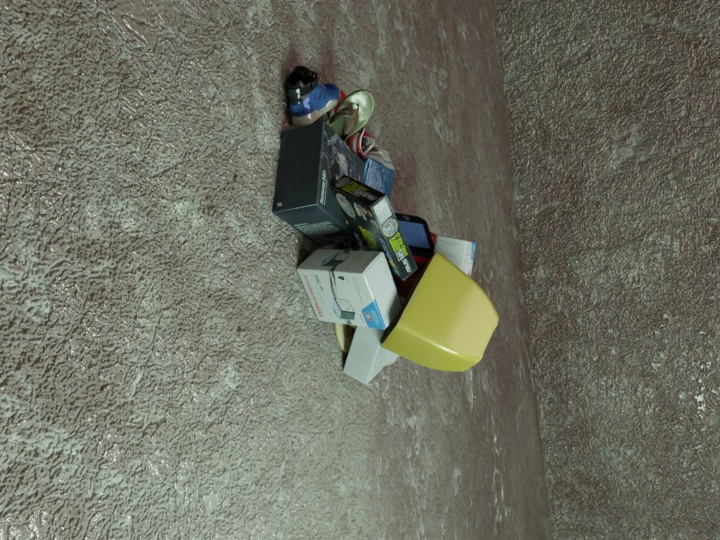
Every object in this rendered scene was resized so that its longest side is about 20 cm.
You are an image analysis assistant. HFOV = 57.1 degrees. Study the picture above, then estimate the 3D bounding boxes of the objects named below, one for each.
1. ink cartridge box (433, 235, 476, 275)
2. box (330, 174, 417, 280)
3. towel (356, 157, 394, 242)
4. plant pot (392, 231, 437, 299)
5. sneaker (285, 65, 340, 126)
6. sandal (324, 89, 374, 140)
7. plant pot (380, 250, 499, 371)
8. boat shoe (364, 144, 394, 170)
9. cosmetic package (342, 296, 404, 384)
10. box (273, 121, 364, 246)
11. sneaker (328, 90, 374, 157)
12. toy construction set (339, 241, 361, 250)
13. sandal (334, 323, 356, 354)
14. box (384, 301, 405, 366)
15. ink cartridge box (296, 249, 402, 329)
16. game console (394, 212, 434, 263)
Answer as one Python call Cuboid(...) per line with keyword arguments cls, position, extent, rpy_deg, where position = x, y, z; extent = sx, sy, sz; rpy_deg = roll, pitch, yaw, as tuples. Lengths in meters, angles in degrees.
Cuboid(cls="ink cartridge box", position=(0.230, 0.020, 1.695), extent=(0.144, 0.083, 0.204), rpy_deg=(-1, 102, -70))
Cuboid(cls="box", position=(0.029, -0.090, 1.386), extent=(0.044, 0.160, 0.202), rpy_deg=(-38, 128, -15))
Cuboid(cls="towel", position=(0.024, -0.162, 1.588), extent=(0.111, 0.048, 0.204), rpy_deg=(22, 75, -39))
Cuboid(cls="plant pot", position=(0.137, 0.022, 1.810), extent=(0.196, 0.198, 0.204), rpy_deg=(-49, 127, -46))
Cuboid(cls="sneaker", position=(-0.108, -0.422, 1.523), extent=(0.200, 0.075, 0.113), rpy_deg=(-52, 139, -47))
Cuboid(cls="sandal", position=(-0.040, -0.338, 1.544), extent=(0.201, 0.057, 0.080), rpy_deg=(-44, 118, -9))
Cuboid(cls="plant pot", position=(0.187, 0.117, 1.467), extent=(0.197, 0.198, 0.195), rpy_deg=(-58, 177, -21))
Cuboid(cls="boat shoe", position=(0.038, -0.297, 1.739), extent=(0.199, 0.071, 0.067), rpy_deg=(-6, 84, -65))
Cuboid(cls="cosmetic package", position=(0.032, 0.156, 1.580), extent=(0.101, 0.070, 0.203), rpy_deg=(-30, 141, -62))
Cuboid(cls="box", position=(-0.086, -0.186, 1.471), extent=(0.199, 0.115, 0.201), rpy_deg=(34, 54, -55))
Cuboid(cls="sneaker", position=(-0.021, -0.363, 1.647), extent=(0.071, 0.111, 0.204), rpy_deg=(30, 58, -59))
Cuboid(cls="toy construction set", position=(0.000, 0.000, 1.634), extent=(0.200, 0.090, 0.134), rpy_deg=(54, 31, -63))
Cuboid(cls="sandal", position=(-0.022, 0.096, 1.583), extent=(0.077, 0.068, 0.216), rpy_deg=(-23, 105, -62))
Cuboid(cls="box", position=(0.091, 0.160, 1.662), extent=(0.082, 0.201, 0.049), rpy_deg=(-13, 53, -48))
Cuboid(cls="ink cartridge box", position=(-0.024, 0.038, 1.438), extent=(0.086, 0.197, 0.148), rpy_deg=(-45, 125, -39))
Cuboid(cls="game console", position=(0.103, -0.094, 1.734), extent=(0.201, 0.173, 0.031), rpy_deg=(-98, -156, -54))
